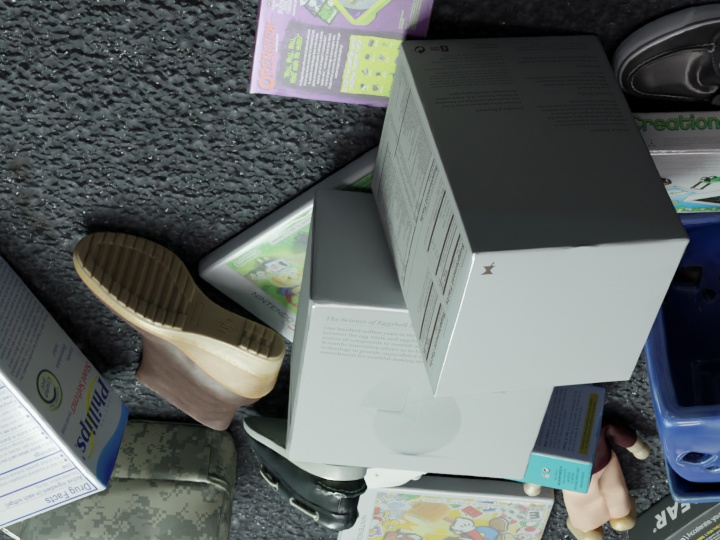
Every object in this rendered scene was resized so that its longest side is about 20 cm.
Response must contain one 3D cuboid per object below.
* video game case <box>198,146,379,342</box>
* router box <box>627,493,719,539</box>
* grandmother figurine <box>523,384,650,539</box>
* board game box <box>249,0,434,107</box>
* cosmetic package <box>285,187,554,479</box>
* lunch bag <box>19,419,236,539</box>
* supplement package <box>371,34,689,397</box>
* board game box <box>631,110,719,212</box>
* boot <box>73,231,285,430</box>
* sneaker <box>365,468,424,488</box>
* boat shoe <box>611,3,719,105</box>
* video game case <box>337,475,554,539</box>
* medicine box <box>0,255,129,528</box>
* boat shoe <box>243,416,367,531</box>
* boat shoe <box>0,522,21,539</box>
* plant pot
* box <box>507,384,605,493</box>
[{"bbox_3d":[0.000,0.000,1.337,0.199,0.022,0.182,-31,130,29],"label":"video game case"},{"bbox_3d":[0.378,0.243,1.581,0.149,0.051,0.200,26,131,-23],"label":"router box"},{"bbox_3d":[0.204,0.173,1.506,0.121,0.061,0.201,-28,134,-11],"label":"grandmother figurine"},{"bbox_3d":[-0.008,-0.198,1.117,0.119,0.032,0.201,3,137,-10],"label":"board game box"},{"bbox_3d":[0.049,0.052,1.286,0.198,0.124,0.201,6,139,-5],"label":"cosmetic package"},{"bbox_3d":[-0.214,0.239,1.491,0.198,0.168,0.140,5,137,-5],"label":"lunch bag"},{"bbox_3d":[0.109,-0.041,1.141,0.151,0.201,0.151,-4,140,-14],"label":"supplement package"},{"bbox_3d":[0.284,-0.079,1.207,0.198,0.035,0.126,-1,162,1],"label":"board game box"},{"bbox_3d":[-0.168,0.060,1.369,0.199,0.073,0.166,31,146,-9],"label":"boot"},{"bbox_3d":[0.049,0.156,1.483,0.199,0.073,0.071,-6,147,20],"label":"sneaker"},{"bbox_3d":[0.278,-0.142,1.148,0.198,0.067,0.070,-5,137,5],"label":"boat shoe"},{"bbox_3d":[0.078,0.266,1.628,0.198,0.023,0.183,4,138,-5],"label":"video game case"},{"bbox_3d":[-0.329,0.114,1.376,0.181,0.103,0.200,-22,122,22],"label":"medicine box"},{"bbox_3d":[-0.054,0.171,1.411,0.075,0.200,0.061,4,97,-20],"label":"boat shoe"},{"bbox_3d":[-0.272,0.268,1.604,0.199,0.057,0.067,22,134,-22],"label":"boat shoe"},{"bbox_3d":[0.321,0.074,1.296,0.198,0.201,0.180,-5,144,5],"label":"plant pot"},{"bbox_3d":[0.104,0.128,1.400,0.199,0.083,0.049,10,140,11],"label":"box"}]
